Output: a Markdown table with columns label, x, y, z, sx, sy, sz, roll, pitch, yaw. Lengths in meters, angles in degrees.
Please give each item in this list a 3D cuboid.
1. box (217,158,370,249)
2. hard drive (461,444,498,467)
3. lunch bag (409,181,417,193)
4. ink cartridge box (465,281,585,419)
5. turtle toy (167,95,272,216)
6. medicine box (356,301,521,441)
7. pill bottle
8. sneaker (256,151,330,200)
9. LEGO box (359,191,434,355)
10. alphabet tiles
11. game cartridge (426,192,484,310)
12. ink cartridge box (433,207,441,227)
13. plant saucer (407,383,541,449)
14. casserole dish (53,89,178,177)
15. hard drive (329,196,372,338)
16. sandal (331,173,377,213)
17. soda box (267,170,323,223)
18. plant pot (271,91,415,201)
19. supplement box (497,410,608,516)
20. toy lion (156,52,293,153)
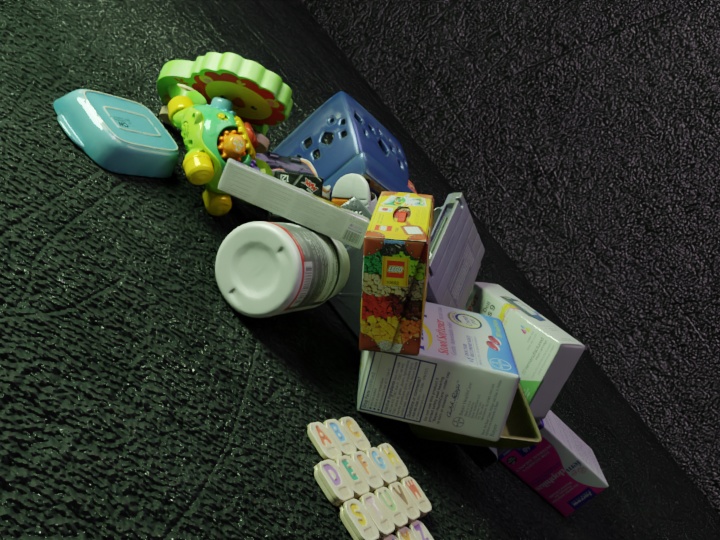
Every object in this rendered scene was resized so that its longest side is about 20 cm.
| label | x | y | z | sx | sy | sz | roll | pitch | yaw |
| --- | --- | --- | --- | --- | --- | --- | --- | --- | --- |
| box | -0.083 | -0.085 | 1.019 | 0.198 | 0.042 | 0.039 | 22 | 9 | -12 |
| hard drive | 0.168 | 0.225 | 1.330 | 0.140 | 0.033 | 0.200 | 46 | 16 | -8 |
| lunch bag | 0.061 | -0.213 | 1.997 | 0.176 | 0.082 | 0.201 | 36 | 18 | -24 |
| ink cartridge box | 0.246 | 0.131 | 1.332 | 0.087 | 0.146 | 0.200 | 9 | 23 | -46 |
| turtle toy | -0.187 | -0.157 | 1.115 | 0.200 | 0.100 | 0.147 | 69 | -1 | -59 |
| medicine box | 0.101 | 0.126 | 1.105 | 0.198 | 0.104 | 0.182 | 14 | 20 | -3 |
| pill bottle | -0.091 | -0.004 | 1.028 | 0.114 | 0.114 | 0.200 | 51 | 16 | 11 |
| sneaker | -0.132 | -0.151 | 1.279 | 0.199 | 0.080 | 0.078 | 35 | -24 | -31 |
| LEGO box | 0.050 | -0.003 | 1.037 | 0.076 | 0.151 | 0.200 | 5 | 21 | 6 |
| alphabet tiles | 0.019 | 0.250 | 0.909 | 0.196 | 0.015 | 0.200 | 54 | 17 | 20 |
| game cartridge | 0.140 | -0.010 | 1.248 | 0.201 | 0.038 | 0.130 | -62 | 140 | -41 |
| ink cartridge box | 0.090 | 0.002 | 1.317 | 0.117 | 0.200 | 0.068 | 36 | 16 | -50 |
| plant saucer | 0.147 | 0.193 | 1.190 | 0.198 | 0.048 | 0.200 | 9 | 30 | -10 |
| casserole dish | -0.301 | -0.177 | 1.018 | 0.121 | 0.039 | 0.200 | 51 | 17 | 10 |
| hard drive | 0.000 | 0.000 | 1.242 | 0.201 | 0.134 | 0.042 | 55 | -4 | 14 |
| sandal | 0.001 | -0.070 | 1.336 | 0.079 | 0.209 | 0.059 | 20 | 37 | 35 |
| soda box | -0.096 | -0.093 | 1.143 | 0.070 | 0.064 | 0.200 | 7 | -2 | -7 |
| plant pot | -0.025 | -0.159 | 1.434 | 0.199 | 0.199 | 0.181 | 32 | 28 | -45 |
| supplement box | 0.326 | 0.320 | 1.401 | 0.200 | 0.101 | 0.104 | 41 | 17 | -23 |
| toy lion | -0.194 | -0.249 | 1.133 | 0.198 | 0.069 | 0.192 | 17 | -17 | 0 |
